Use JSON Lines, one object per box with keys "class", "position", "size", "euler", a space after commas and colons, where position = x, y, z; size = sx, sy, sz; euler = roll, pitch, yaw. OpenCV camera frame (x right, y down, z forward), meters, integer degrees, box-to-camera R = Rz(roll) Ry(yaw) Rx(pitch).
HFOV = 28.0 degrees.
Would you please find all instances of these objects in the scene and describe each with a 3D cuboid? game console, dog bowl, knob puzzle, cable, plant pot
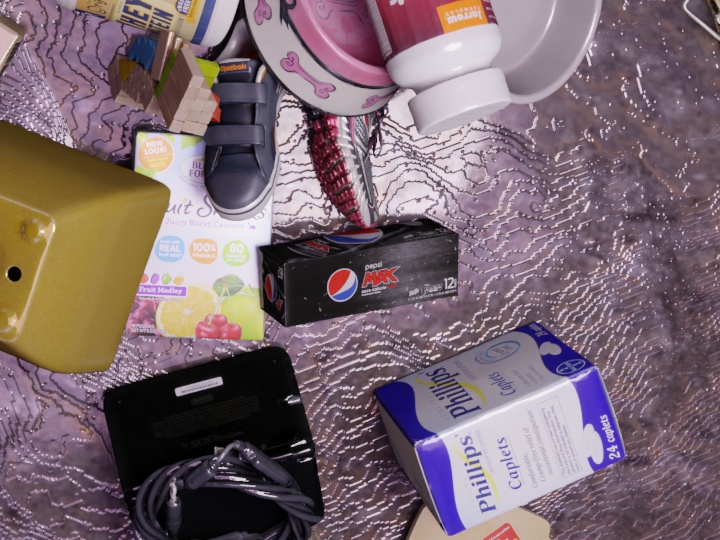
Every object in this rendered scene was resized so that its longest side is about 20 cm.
{"class": "game console", "position": [-0.151, 0.195, 1.504], "size": [0.198, 0.117, 0.177], "euler": [-14, 73, -9]}
{"class": "dog bowl", "position": [-0.012, -0.252, 1.367], "size": [0.199, 0.074, 0.202], "euler": [12, 69, -34]}
{"class": "knob puzzle", "position": [0.122, 0.328, 1.578], "size": [0.217, 0.030, 0.222], "euler": [-2, 102, -11]}
{"class": "dog bowl", "position": [0.159, -0.255, 1.411], "size": [0.199, 0.058, 0.202], "euler": [-23, 127, -35]}
{"class": "cable", "position": [-0.132, 0.252, 1.451], "size": [0.163, 0.051, 0.200], "euler": [-35, 135, 12]}
{"class": "plant pot", "position": [-0.314, -0.018, 1.309], "size": [0.194, 0.200, 0.196], "euler": [21, 96, 6]}

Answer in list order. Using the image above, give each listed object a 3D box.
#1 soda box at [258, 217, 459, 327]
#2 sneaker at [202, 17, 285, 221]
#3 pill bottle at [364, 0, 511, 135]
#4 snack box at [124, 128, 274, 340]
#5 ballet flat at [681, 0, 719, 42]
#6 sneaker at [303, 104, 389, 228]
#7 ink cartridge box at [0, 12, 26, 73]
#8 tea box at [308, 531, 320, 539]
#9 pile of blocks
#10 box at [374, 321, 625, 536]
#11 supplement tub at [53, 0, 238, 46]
{"class": "soda box", "position": [0.000, 0.000, 1.445], "size": [0.198, 0.063, 0.072], "euler": [-10, 111, -26]}
{"class": "sneaker", "position": [-0.114, -0.148, 1.365], "size": [0.078, 0.080, 0.202], "euler": [-2, 60, 14]}
{"class": "pill bottle", "position": [0.063, -0.232, 1.301], "size": [0.109, 0.110, 0.202], "euler": [-18, 87, -8]}
{"class": "snack box", "position": [-0.161, -0.035, 1.439], "size": [0.141, 0.053, 0.202], "euler": [3, 99, -13]}
{"class": "ballet flat", "position": [0.350, -0.305, 1.491], "size": [0.071, 0.071, 0.200], "euler": [-39, 105, -2]}
{"class": "sneaker", "position": [-0.006, -0.140, 1.439], "size": [0.074, 0.080, 0.202], "euler": [-17, 107, -22]}
{"class": "ink cartridge box", "position": [-0.404, -0.238, 1.293], "size": [0.199, 0.165, 0.075], "euler": [33, 93, -16]}
{"class": "tea box", "position": [-0.086, 0.395, 1.460], "size": [0.195, 0.200, 0.135], "euler": [-28, 104, -5]}
{"class": "pile of blocks", "position": [-0.170, -0.178, 1.342], "size": [0.062, 0.200, 0.083], "euler": [10, 100, -33]}
{"class": "box", "position": [0.136, 0.155, 1.469], "size": [0.198, 0.184, 0.106], "euler": [-23, 106, -7]}
{"class": "supplement tub", "position": [-0.208, -0.299, 1.332], "size": [0.198, 0.144, 0.146], "euler": [13, 98, -13]}
